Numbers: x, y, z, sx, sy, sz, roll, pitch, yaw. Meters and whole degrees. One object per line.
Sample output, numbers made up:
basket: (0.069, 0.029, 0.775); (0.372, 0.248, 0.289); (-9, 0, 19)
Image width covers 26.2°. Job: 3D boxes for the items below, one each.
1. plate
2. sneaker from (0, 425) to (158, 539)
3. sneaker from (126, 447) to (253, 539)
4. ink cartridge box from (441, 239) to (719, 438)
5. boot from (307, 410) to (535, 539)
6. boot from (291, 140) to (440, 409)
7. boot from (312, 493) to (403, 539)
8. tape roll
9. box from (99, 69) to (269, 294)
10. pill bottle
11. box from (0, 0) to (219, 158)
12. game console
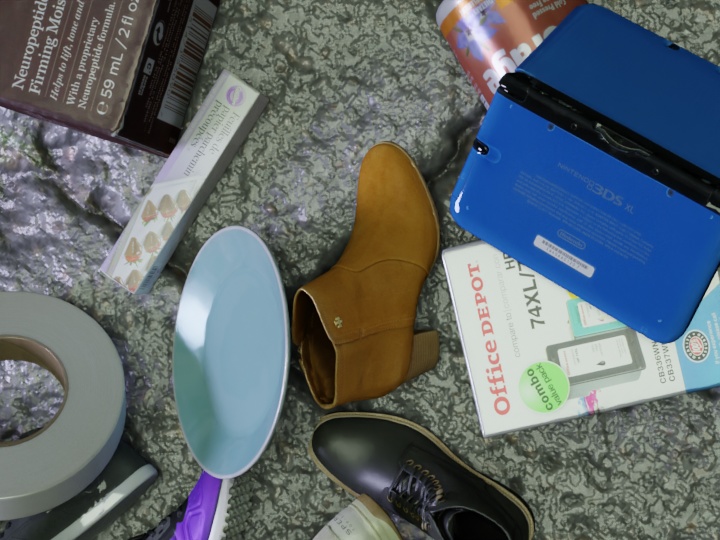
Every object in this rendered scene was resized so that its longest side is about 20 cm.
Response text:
plate: (-0.099, 0.066, 1.245); (0.025, 0.199, 0.203); (5, 89, -31)
sneaker: (-0.275, 0.197, 1.292); (0.199, 0.071, 0.099); (-39, 78, -16)
sneaker: (-0.156, 0.233, 1.286); (0.098, 0.070, 0.203); (14, 91, 11)
ink cartridge box: (0.178, 0.034, 1.198); (0.197, 0.146, 0.149); (-14, 86, 9)
boot: (0.043, 0.170, 1.220); (0.198, 0.138, 0.078); (21, 92, 10)
boot: (0.000, 0.001, 1.225); (0.070, 0.143, 0.204); (-8, 91, 39)
boot: (-0.013, 0.296, 1.218); (0.154, 0.072, 0.202); (-30, 110, -16)
tape roll: (-0.292, 0.107, 1.268); (0.200, 0.037, 0.205); (3, 53, -4)
box: (-0.148, -0.073, 1.306); (0.038, 0.041, 0.201); (33, 95, 8)
pill bottle: (0.153, -0.146, 1.222); (0.111, 0.112, 0.202); (-31, 84, 7)
box: (-0.238, -0.203, 1.259); (0.198, 0.164, 0.168); (17, 91, 9)
game console: (0.193, -0.074, 1.124); (0.199, 0.118, 0.172); (31, 113, 20)
